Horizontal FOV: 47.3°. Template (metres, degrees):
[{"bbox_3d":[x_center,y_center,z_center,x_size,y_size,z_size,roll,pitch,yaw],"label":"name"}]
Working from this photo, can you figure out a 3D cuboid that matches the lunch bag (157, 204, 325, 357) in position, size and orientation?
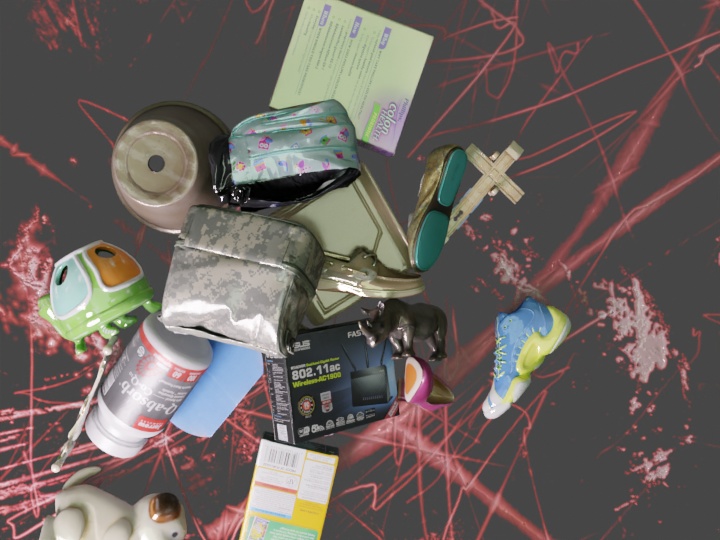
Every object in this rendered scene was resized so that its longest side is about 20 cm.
[{"bbox_3d":[-0.163,0.019,1.116,0.197,0.140,0.170,13,72,13],"label":"lunch bag"}]

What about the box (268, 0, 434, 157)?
[{"bbox_3d":[-0.014,-0.288,1.220,0.197,0.097,0.179,19,94,-2],"label":"box"}]

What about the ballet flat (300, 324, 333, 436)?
[{"bbox_3d":[-0.065,0.155,1.272,0.070,0.069,0.203,-21,99,-18],"label":"ballet flat"}]

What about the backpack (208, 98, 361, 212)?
[{"bbox_3d":[-0.099,-0.154,1.120,0.196,0.167,0.129,-12,95,1],"label":"backpack"}]

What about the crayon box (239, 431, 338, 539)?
[{"bbox_3d":[-0.115,0.367,1.287,0.124,0.052,0.203,13,93,-3],"label":"crayon box"}]

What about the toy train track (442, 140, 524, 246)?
[{"bbox_3d":[0.180,-0.117,1.270,0.114,0.033,0.201,41,93,-4],"label":"toy train track"}]

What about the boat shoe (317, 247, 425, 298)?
[{"bbox_3d":[0.000,0.000,1.223,0.196,0.072,0.066,6,99,6],"label":"boat shoe"}]

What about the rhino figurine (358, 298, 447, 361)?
[{"bbox_3d":[0.063,0.086,1.222,0.059,0.198,0.089,-15,73,42],"label":"rhino figurine"}]

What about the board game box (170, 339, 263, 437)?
[{"bbox_3d":[-0.232,0.150,1.270,0.158,0.039,0.201,43,101,17],"label":"board game box"}]

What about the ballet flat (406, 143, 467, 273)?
[{"bbox_3d":[0.106,-0.096,1.252,0.070,0.071,0.203,18,88,-3],"label":"ballet flat"}]

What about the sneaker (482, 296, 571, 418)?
[{"bbox_3d":[0.232,0.127,1.278,0.105,0.076,0.201,39,85,8],"label":"sneaker"}]

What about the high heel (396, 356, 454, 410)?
[{"bbox_3d":[0.109,0.172,1.210,0.094,0.201,0.068,5,68,-3],"label":"high heel"}]

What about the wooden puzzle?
[{"bbox_3d":[-0.035,-0.041,1.271,0.198,0.037,0.187,-30,95,5],"label":"wooden puzzle"}]

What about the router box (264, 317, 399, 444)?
[{"bbox_3d":[-0.040,0.158,1.217,0.198,0.062,0.153,-8,91,-36],"label":"router box"}]

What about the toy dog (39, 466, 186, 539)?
[{"bbox_3d":[-0.363,0.397,1.248,0.196,0.195,0.141,0,130,-6],"label":"toy dog"}]

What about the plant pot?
[{"bbox_3d":[-0.276,-0.149,1.185,0.196,0.174,0.204,0,95,-2],"label":"plant pot"}]

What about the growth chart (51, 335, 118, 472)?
[{"bbox_3d":[-0.400,0.190,1.208,0.018,0.145,0.203,23,79,-13],"label":"growth chart"}]

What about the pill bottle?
[{"bbox_3d":[-0.314,0.171,1.212,0.115,0.116,0.201,36,106,-4],"label":"pill bottle"}]

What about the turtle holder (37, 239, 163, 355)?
[{"bbox_3d":[-0.394,0.035,1.224,0.140,0.185,0.133,-32,96,-31],"label":"turtle holder"}]
